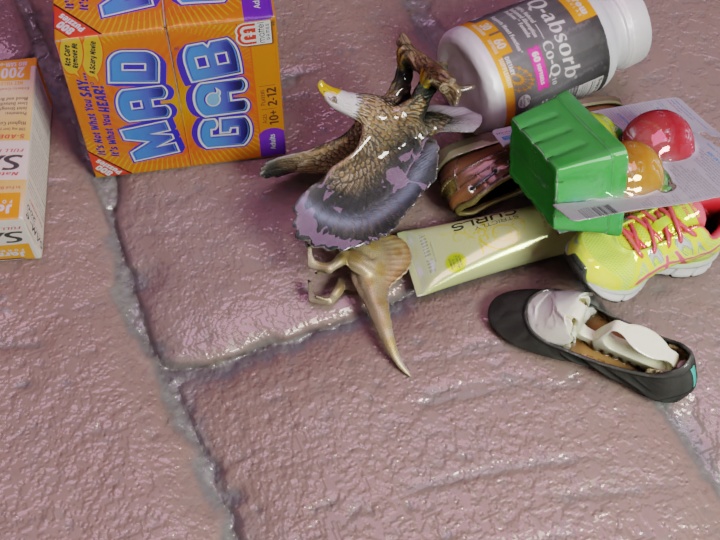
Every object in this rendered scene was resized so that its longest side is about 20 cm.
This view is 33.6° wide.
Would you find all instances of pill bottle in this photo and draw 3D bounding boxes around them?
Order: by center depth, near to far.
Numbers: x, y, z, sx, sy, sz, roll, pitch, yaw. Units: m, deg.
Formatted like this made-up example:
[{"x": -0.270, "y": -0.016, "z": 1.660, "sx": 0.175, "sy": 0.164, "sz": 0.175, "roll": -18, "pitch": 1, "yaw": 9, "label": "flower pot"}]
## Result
[{"x": 0.187, "y": -0.221, "z": 1.206, "sx": 0.199, "sy": 0.117, "sz": 0.117, "roll": -25, "pitch": 61, "yaw": -16, "label": "pill bottle"}]

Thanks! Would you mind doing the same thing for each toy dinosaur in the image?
[{"x": 0.000, "y": 0.000, "z": 1.117, "sx": 0.100, "sy": 0.058, "sz": 0.201, "roll": -3, "pitch": 58, "yaw": -3, "label": "toy dinosaur"}]

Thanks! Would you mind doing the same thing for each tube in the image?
[{"x": 0.140, "y": -0.029, "z": 1.143, "sx": 0.198, "sy": 0.052, "sz": 0.058, "roll": -13, "pitch": 14, "yaw": -3, "label": "tube"}]

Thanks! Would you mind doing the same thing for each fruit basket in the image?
[{"x": 0.241, "y": -0.097, "z": 1.071, "sx": 0.198, "sy": 0.094, "sz": 0.186, "roll": -6, "pitch": 34, "yaw": -16, "label": "fruit basket"}]

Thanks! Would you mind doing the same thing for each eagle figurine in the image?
[{"x": 0.008, "y": -0.123, "z": 1.130, "sx": 0.151, "sy": 0.152, "sz": 0.201, "roll": 36, "pitch": 104, "yaw": 9, "label": "eagle figurine"}]

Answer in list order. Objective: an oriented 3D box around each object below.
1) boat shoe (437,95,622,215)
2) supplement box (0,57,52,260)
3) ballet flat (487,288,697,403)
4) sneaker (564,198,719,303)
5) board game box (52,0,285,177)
[{"x": 0.172, "y": -0.107, "z": 1.169, "sx": 0.199, "sy": 0.072, "sz": 0.068, "roll": -21, "pitch": 64, "yaw": 2, "label": "boat shoe"}, {"x": -0.377, "y": -0.109, "z": 1.174, "sx": 0.125, "sy": 0.074, "sz": 0.201, "roll": -5, "pitch": 58, "yaw": -3, "label": "supplement box"}, {"x": 0.212, "y": 0.054, "z": 1.077, "sx": 0.199, "sy": 0.069, "sz": 0.068, "roll": 21, "pitch": 62, "yaw": 13, "label": "ballet flat"}, {"x": 0.268, "y": -0.035, "z": 1.085, "sx": 0.199, "sy": 0.090, "sz": 0.078, "roll": -15, "pitch": 63, "yaw": -36, "label": "sneaker"}, {"x": -0.187, "y": -0.242, "z": 1.183, "sx": 0.198, "sy": 0.201, "sz": 0.201, "roll": -8, "pitch": 58, "yaw": -5, "label": "board game box"}]
